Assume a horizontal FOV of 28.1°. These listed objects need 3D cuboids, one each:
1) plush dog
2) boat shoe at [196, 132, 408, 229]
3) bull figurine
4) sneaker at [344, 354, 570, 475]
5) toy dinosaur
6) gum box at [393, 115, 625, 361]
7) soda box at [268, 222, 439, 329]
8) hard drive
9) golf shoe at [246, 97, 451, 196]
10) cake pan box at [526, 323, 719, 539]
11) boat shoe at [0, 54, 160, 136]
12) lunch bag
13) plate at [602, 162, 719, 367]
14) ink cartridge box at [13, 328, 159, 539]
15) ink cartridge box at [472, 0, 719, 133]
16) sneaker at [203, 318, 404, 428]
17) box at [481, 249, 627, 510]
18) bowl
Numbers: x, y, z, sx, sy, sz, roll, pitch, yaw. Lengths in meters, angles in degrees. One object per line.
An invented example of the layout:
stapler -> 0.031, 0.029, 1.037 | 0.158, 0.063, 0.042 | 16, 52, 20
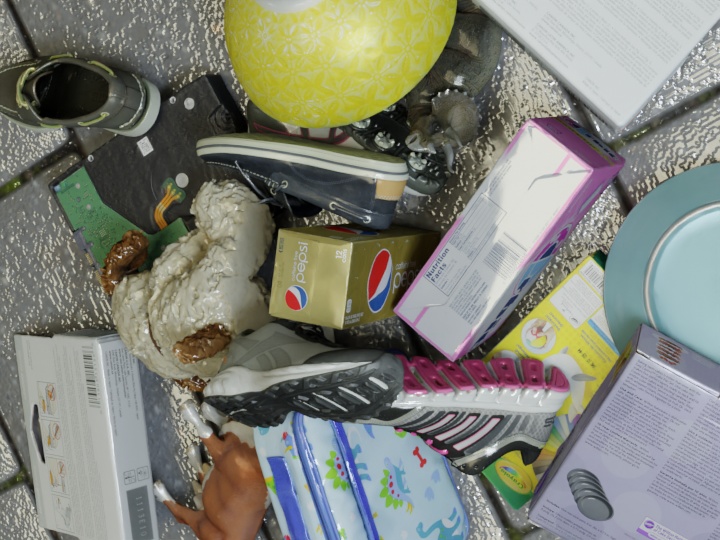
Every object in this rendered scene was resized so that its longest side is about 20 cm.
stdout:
plush dog -> -0.144, 0.043, 1.240 | 0.171, 0.160, 0.201 | -12, 113, 46
boat shoe -> -0.053, -0.075, 1.170 | 0.199, 0.074, 0.063 | 14, 105, 28
bull figurine -> -0.112, 0.177, 1.278 | 0.121, 0.065, 0.201 | 40, 128, 18
sneaker -> 0.066, 0.119, 1.129 | 0.198, 0.074, 0.088 | 1, 110, -14
toy dinosaur -> 0.073, -0.172, 1.175 | 0.102, 0.077, 0.201 | 21, 73, 16
gum box -> 0.117, -0.023, 1.146 | 0.066, 0.113, 0.201 | 40, 110, 13
soda box -> 0.000, 0.000, 1.151 | 0.063, 0.200, 0.068 | 10, 97, 21
hard drive -> -0.176, -0.068, 1.306 | 0.199, 0.038, 0.140 | -31, 84, 23
golf shoe -> -0.012, -0.109, 1.222 | 0.199, 0.077, 0.089 | 34, 126, 21
cake pan box -> 0.256, 0.164, 1.106 | 0.199, 0.052, 0.185 | 27, 122, 4
boat shoe -> -0.274, -0.163, 1.304 | 0.200, 0.060, 0.073 | 10, 86, 33
lunch bag -> 0.000, 0.178, 1.188 | 0.082, 0.160, 0.202 | -10, 99, 45
plate -> 0.286, 0.016, 1.100 | 0.198, 0.026, 0.202 | -1, 87, 11
ink cartridge box -> -0.262, 0.157, 1.365 | 0.173, 0.043, 0.202 | 0, 98, 53
ink cartridge box -> 0.209, -0.235, 1.119 | 0.162, 0.050, 0.200 | 43, 92, 6
sneaker -> -0.044, 0.069, 1.074 | 0.199, 0.074, 0.080 | -7, 58, 48
box -> 0.162, 0.094, 1.180 | 0.200, 0.048, 0.117 | -45, 80, 19
bowl -> -0.033, -0.225, 1.139 | 0.198, 0.108, 0.202 | -10, 63, 21
